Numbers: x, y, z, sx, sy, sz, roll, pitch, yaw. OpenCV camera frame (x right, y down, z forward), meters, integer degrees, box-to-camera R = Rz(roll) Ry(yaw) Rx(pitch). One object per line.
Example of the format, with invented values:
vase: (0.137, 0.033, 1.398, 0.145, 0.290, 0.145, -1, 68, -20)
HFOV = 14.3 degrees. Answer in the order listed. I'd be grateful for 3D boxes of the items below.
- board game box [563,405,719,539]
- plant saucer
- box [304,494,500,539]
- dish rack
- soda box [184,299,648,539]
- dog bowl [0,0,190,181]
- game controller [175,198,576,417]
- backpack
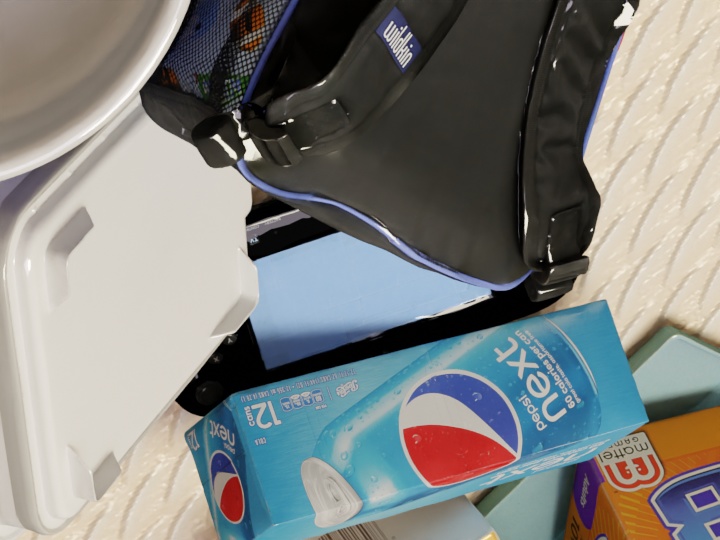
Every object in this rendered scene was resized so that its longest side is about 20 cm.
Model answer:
board game box: (0.226, 0.198, 1.449, 0.199, 0.200, 0.200, -13, 140, -15)
plant saucer: (0.113, 0.101, 1.456, 0.070, 0.019, 0.200, 23, 121, -38)
box: (0.031, 0.205, 1.422, 0.124, 0.098, 0.201, -32, 124, -6)
dish rack: (-0.094, 0.000, 1.138, 0.043, 0.200, 0.172, 12, 127, 22)
soda box: (0.026, 0.072, 1.313, 0.199, 0.064, 0.068, -14, 167, -27)
dog bowl: (-0.154, -0.132, 0.997, 0.199, 0.079, 0.201, -1, 103, -5)
game controller: (0.000, 0.000, 1.289, 0.199, 0.042, 0.105, -19, 138, -4)
backpack: (0.020, -0.110, 1.090, 0.200, 0.154, 0.191, 24, 96, -45)
